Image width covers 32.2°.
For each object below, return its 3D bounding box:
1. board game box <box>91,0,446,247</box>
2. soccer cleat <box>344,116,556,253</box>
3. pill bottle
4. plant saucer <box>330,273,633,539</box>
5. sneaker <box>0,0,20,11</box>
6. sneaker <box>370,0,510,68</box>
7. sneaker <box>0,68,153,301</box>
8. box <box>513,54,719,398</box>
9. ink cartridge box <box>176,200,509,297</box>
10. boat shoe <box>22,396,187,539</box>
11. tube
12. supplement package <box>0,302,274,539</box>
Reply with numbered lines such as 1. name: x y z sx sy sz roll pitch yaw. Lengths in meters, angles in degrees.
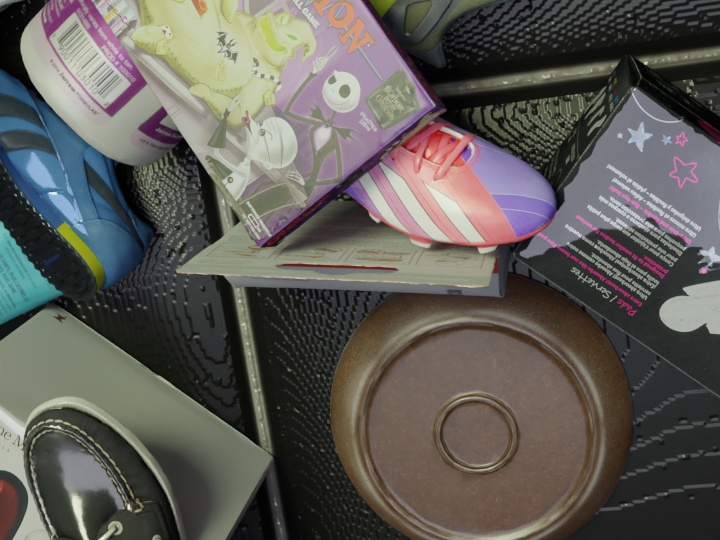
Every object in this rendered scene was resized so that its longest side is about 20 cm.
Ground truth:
1. board game box: -0.060 -0.127 0.644 0.120 0.032 0.200 -37 81 13
2. soccer cleat: 0.011 -0.072 0.662 0.199 0.067 0.077 25 142 28
3. pill bottle: -0.093 -0.163 0.725 0.200 0.112 0.112 -40 95 16
4. plant saucer: 0.075 0.101 0.806 0.199 0.034 0.202 3 106 10
5. sneaker: -0.261 -0.159 0.784 0.199 0.075 0.087 -5 114 16
6. sneaker: 0.078 -0.203 0.716 0.081 0.074 0.200 41 110 -19
7. sneaker: -0.205 -0.078 0.782 0.066 0.078 0.200 -14 117 49
8. box: 0.198 -0.013 0.704 0.200 0.132 0.115 35 110 -1
9. ink cartridge box: 0.000 0.000 0.704 0.161 0.200 0.057 2 108 9
10. boat shoe: -0.134 0.167 0.689 0.074 0.060 0.201 -17 103 13
11. tube: -0.262 0.016 0.813 0.199 0.050 0.078 -31 103 -8
12. supplement package: -0.198 0.170 0.811 0.191 0.147 0.200 35 108 0
